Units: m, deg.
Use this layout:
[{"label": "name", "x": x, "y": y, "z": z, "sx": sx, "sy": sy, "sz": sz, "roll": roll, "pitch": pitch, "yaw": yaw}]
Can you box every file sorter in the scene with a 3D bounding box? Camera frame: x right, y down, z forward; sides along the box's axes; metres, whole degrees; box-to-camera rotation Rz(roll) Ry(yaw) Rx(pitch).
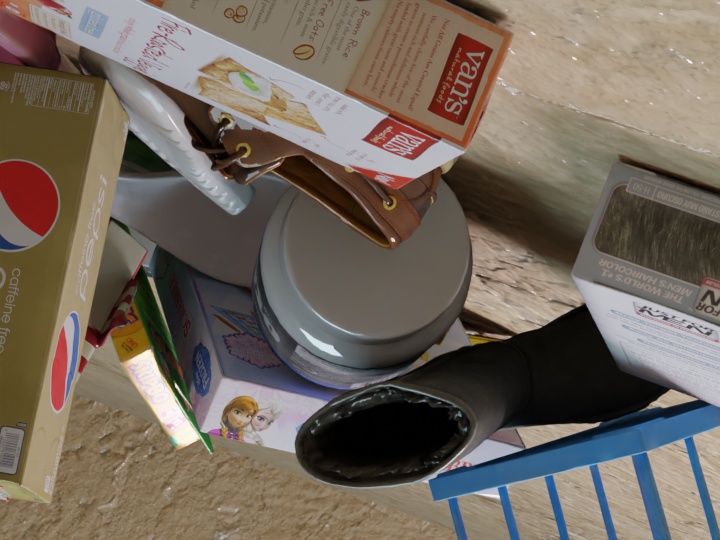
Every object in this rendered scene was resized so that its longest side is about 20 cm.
[{"label": "file sorter", "x": 0.162, "y": 0.139, "z": 1.288, "sx": 0.138, "sy": 0.123, "sz": 0.200, "roll": -18, "pitch": 175, "yaw": 38}]

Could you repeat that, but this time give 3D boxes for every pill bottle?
[{"label": "pill bottle", "x": 0.000, "y": 0.000, "z": 1.278, "sx": 0.113, "sy": 0.114, "sz": 0.200, "roll": 23, "pitch": 171, "yaw": -1}]

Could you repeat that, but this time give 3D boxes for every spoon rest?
[{"label": "spoon rest", "x": -0.108, "y": -0.047, "z": 1.392, "sx": 0.199, "sy": 0.061, "sz": 0.099, "roll": 27, "pitch": 134, "yaw": -12}]

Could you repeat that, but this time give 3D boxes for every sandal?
[{"label": "sandal", "x": -0.093, "y": -0.087, "z": 1.226, "sx": 0.082, "sy": 0.050, "sz": 0.203, "roll": 38, "pitch": 174, "yaw": 15}]

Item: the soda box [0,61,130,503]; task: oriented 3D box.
[{"label": "soda box", "x": -0.165, "y": 0.005, "z": 1.144, "sx": 0.064, "sy": 0.201, "sz": 0.068, "roll": 10, "pitch": 168, "yaw": 7}]

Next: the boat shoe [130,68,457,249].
[{"label": "boat shoe", "x": -0.047, "y": -0.074, "z": 1.111, "sx": 0.199, "sy": 0.068, "sz": 0.072, "roll": 26, "pitch": 170, "yaw": -20}]

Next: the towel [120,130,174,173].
[{"label": "towel", "x": -0.178, "y": -0.084, "z": 1.521, "sx": 0.149, "sy": 0.031, "sz": 0.200, "roll": 23, "pitch": 169, "yaw": -14}]

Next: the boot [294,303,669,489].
[{"label": "boot", "x": 0.075, "y": 0.061, "z": 1.247, "sx": 0.181, "sy": 0.073, "sz": 0.200, "roll": -21, "pitch": 171, "yaw": 16}]

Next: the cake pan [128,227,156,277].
[{"label": "cake pan", "x": -0.132, "y": -0.014, "z": 1.636, "sx": 0.199, "sy": 0.037, "sz": 0.200, "roll": 12, "pitch": 176, "yaw": 1}]

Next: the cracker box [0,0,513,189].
[{"label": "cracker box", "x": -0.049, "y": -0.104, "z": 0.981, "sx": 0.199, "sy": 0.058, "sz": 0.134, "roll": 24, "pitch": 171, "yaw": -8}]

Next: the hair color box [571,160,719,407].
[{"label": "hair color box", "x": 0.168, "y": 0.017, "z": 1.140, "sx": 0.099, "sy": 0.061, "sz": 0.200, "roll": 20, "pitch": 171, "yaw": 17}]

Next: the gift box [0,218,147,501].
[{"label": "gift box", "x": -0.237, "y": 0.023, "z": 1.292, "sx": 0.187, "sy": 0.185, "sz": 0.200, "roll": 40, "pitch": 163, "yaw": -35}]

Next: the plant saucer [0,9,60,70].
[{"label": "plant saucer", "x": -0.237, "y": -0.152, "z": 1.179, "sx": 0.200, "sy": 0.051, "sz": 0.201, "roll": 23, "pitch": 170, "yaw": 4}]

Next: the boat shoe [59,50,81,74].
[{"label": "boat shoe", "x": -0.217, "y": -0.103, "z": 1.353, "sx": 0.199, "sy": 0.075, "sz": 0.093, "roll": 26, "pitch": 172, "yaw": 29}]

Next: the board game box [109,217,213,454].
[{"label": "board game box", "x": -0.139, "y": 0.019, "z": 1.426, "sx": 0.200, "sy": 0.030, "sz": 0.096, "roll": 61, "pitch": 179, "yaw": 40}]

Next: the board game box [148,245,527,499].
[{"label": "board game box", "x": -0.018, "y": 0.051, "z": 1.455, "sx": 0.199, "sy": 0.041, "sz": 0.200, "roll": 15, "pitch": -156, "yaw": -21}]

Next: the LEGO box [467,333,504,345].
[{"label": "LEGO box", "x": -0.008, "y": 0.070, "z": 1.650, "sx": 0.199, "sy": 0.078, "sz": 0.149, "roll": 9, "pitch": 179, "yaw": -29}]
